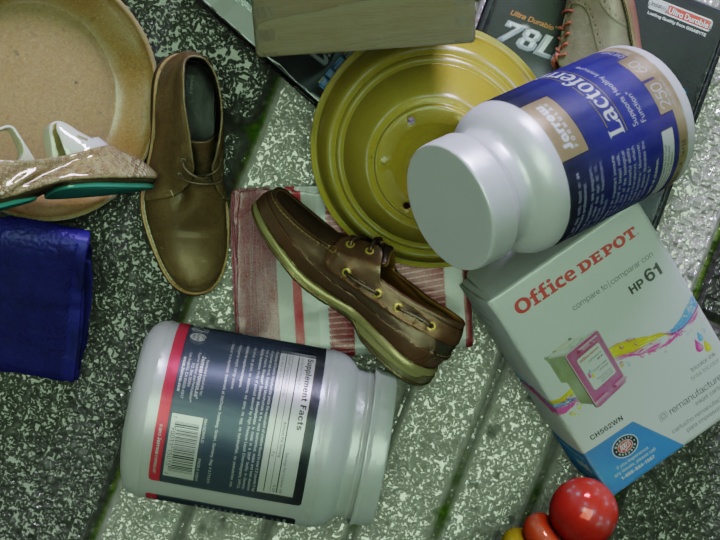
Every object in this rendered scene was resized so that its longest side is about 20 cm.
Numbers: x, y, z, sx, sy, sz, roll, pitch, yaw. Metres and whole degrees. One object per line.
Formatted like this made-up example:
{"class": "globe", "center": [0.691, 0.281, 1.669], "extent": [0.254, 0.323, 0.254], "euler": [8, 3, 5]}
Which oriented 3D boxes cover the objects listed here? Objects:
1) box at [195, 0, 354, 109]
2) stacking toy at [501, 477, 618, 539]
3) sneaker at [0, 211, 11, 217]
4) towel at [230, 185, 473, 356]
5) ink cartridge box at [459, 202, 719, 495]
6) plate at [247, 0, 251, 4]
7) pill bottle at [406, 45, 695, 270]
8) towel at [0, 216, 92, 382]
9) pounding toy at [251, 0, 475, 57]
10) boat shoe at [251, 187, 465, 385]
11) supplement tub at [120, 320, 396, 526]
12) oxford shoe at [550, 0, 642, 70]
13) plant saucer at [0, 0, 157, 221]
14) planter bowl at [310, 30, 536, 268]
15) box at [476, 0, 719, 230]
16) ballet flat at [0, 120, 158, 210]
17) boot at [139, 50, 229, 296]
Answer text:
{"class": "box", "center": [-0.024, -0.257, 1.203], "extent": [0.158, 0.050, 0.200], "euler": [41, 88, -1]}
{"class": "stacking toy", "center": [0.124, 0.240, 1.154], "extent": [0.085, 0.085, 0.200], "euler": [42, 105, -1]}
{"class": "sneaker", "center": [-0.348, -0.103, 1.159], "extent": [0.076, 0.081, 0.201], "euler": [-25, 93, 16]}
{"class": "towel", "center": [-0.008, -0.001, 1.212], "extent": [0.199, 0.023, 0.145], "euler": [-3, 89, -3]}
{"class": "ink cartridge box", "center": [0.195, 0.054, 1.165], "extent": [0.144, 0.085, 0.200], "euler": [-35, 105, -3]}
{"class": "plate", "center": [-0.017, -0.285, 1.167], "extent": [0.199, 0.026, 0.201], "euler": [0, 89, -1]}
{"class": "pill bottle", "center": [0.137, -0.080, 1.055], "extent": [0.199, 0.116, 0.116], "euler": [-27, 90, -30]}
{"class": "towel", "center": [-0.313, 0.009, 1.159], "extent": [0.199, 0.050, 0.148], "euler": [10, 123, -5]}
{"class": "pounding toy", "center": [-0.019, -0.260, 1.072], "extent": [0.183, 0.200, 0.143], "euler": [-4, 118, -2]}
{"class": "boat shoe", "center": [0.000, 0.000, 1.153], "extent": [0.200, 0.072, 0.068], "euler": [44, 110, 6]}
{"class": "supplement tub", "center": [-0.080, 0.123, 1.146], "extent": [0.199, 0.140, 0.141], "euler": [11, 88, -3]}
{"class": "oxford shoe", "center": [0.183, -0.191, 1.156], "extent": [0.074, 0.070, 0.201], "euler": [-22, 87, 2]}
{"class": "plant saucer", "center": [-0.256, -0.140, 1.160], "extent": [0.199, 0.035, 0.201], "euler": [-5, 98, -37]}
{"class": "planter bowl", "center": [0.057, -0.090, 1.141], "extent": [0.199, 0.083, 0.201], "euler": [0, 105, 2]}
{"class": "box", "center": [0.183, -0.154, 1.213], "extent": [0.199, 0.050, 0.199], "euler": [22, 89, -2]}
{"class": "ballet flat", "center": [-0.247, -0.081, 1.111], "extent": [0.199, 0.070, 0.066], "euler": [-12, 90, -39]}
{"class": "boot", "center": [-0.138, -0.077, 1.177], "extent": [0.073, 0.075, 0.201], "euler": [-4, 96, -18]}
